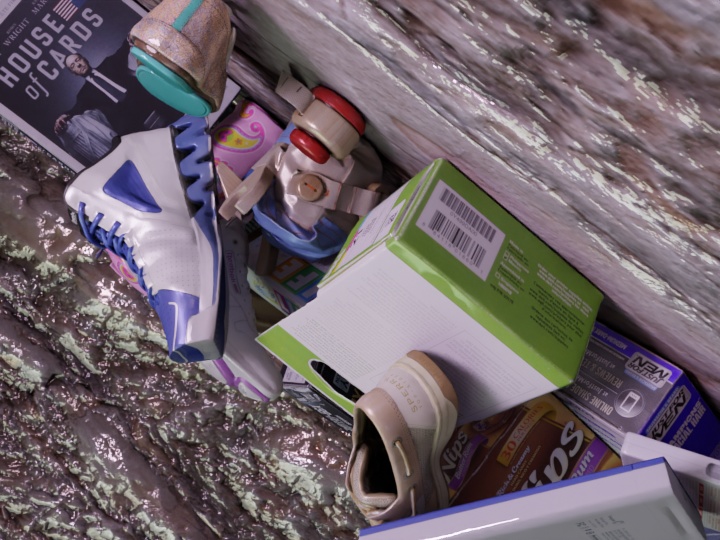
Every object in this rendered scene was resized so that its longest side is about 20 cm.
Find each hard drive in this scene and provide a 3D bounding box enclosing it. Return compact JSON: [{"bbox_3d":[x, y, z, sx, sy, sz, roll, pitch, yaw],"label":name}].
[{"bbox_3d":[0.117,0.176,0.663,0.132,0.200,0.025,46,-149,-51],"label":"hard drive"}]

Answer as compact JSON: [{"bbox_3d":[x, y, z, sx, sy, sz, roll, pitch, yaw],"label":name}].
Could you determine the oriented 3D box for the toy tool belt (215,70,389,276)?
[{"bbox_3d":[-0.046,-0.053,0.740,0.125,0.123,0.200,37,175,4],"label":"toy tool belt"}]

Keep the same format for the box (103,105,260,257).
[{"bbox_3d":[-0.144,-0.046,1.070,0.123,0.199,0.200,35,174,24],"label":"box"}]

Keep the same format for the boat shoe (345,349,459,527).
[{"bbox_3d":[0.018,0.136,0.677,0.072,0.065,0.200,43,148,29],"label":"boat shoe"}]

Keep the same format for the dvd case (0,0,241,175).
[{"bbox_3d":[-0.224,-0.161,0.848,0.200,0.150,0.025,38,166,-11],"label":"dvd case"}]

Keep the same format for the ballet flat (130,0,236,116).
[{"bbox_3d":[-0.109,-0.145,0.656,0.068,0.067,0.200,32,177,-13],"label":"ballet flat"}]

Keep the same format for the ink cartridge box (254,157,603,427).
[{"bbox_3d":[0.038,0.034,0.682,0.148,0.076,0.200,39,144,-13],"label":"ink cartridge box"}]

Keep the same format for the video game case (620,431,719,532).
[{"bbox_3d":[0.275,0.163,0.657,0.200,0.018,0.143,16,161,24],"label":"video game case"}]

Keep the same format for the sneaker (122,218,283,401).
[{"bbox_3d":[-0.114,0.013,0.811,0.200,0.100,0.075,53,159,5],"label":"sneaker"}]

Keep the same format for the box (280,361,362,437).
[{"bbox_3d":[0.002,0.065,1.067,0.050,0.200,0.158,-2,150,38],"label":"box"}]

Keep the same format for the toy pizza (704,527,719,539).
[{"bbox_3d":[0.244,0.230,0.847,0.032,0.200,0.200,52,169,-26],"label":"toy pizza"}]

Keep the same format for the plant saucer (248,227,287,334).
[{"bbox_3d":[-0.040,-0.005,0.929,0.200,0.200,0.030,33,140,46],"label":"plant saucer"}]

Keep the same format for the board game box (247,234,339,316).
[{"bbox_3d":[0.000,0.000,0.832,0.200,0.134,0.034,32,150,46],"label":"board game box"}]

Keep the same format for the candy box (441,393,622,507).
[{"bbox_3d":[0.140,0.169,0.792,0.200,0.117,0.056,41,176,-37],"label":"candy box"}]

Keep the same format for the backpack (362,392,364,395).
[{"bbox_3d":[0.074,0.082,0.993,0.182,0.134,0.201,-1,-104,-66],"label":"backpack"}]

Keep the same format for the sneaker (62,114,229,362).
[{"bbox_3d":[-0.161,-0.023,0.748,0.081,0.115,0.200,93,169,-67],"label":"sneaker"}]

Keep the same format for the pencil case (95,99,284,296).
[{"bbox_3d":[-0.144,-0.061,0.910,0.087,0.200,0.087,41,173,6],"label":"pencil case"}]

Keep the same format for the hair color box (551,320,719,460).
[{"bbox_3d":[0.218,0.115,0.770,0.109,0.065,0.200,34,176,44],"label":"hair color box"}]
